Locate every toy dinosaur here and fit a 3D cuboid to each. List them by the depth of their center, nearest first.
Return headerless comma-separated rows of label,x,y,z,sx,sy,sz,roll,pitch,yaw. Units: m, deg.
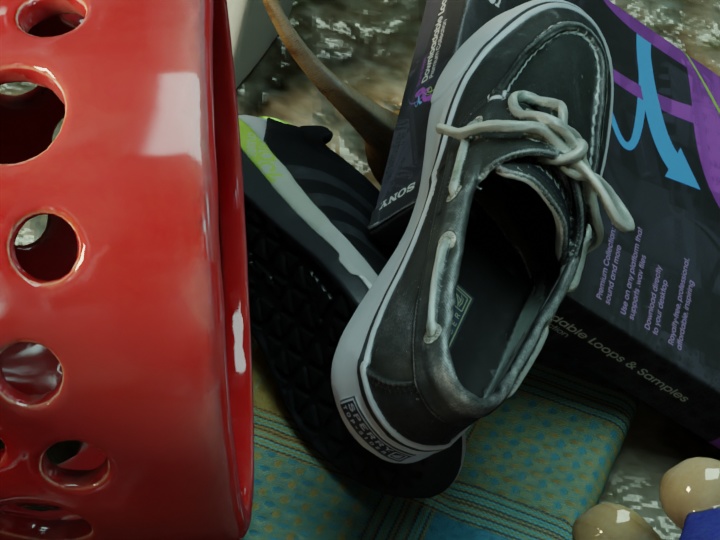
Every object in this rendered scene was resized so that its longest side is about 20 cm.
toy dinosaur,0.020,-0.045,1.161,0.106,0.060,0.200,36,2,27

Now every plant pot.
plant pot,-0.129,-0.003,0.995,0.182,0.201,0.201,-5,41,1

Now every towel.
towel,0.016,0.070,1.100,0.146,0.022,0.200,22,39,7

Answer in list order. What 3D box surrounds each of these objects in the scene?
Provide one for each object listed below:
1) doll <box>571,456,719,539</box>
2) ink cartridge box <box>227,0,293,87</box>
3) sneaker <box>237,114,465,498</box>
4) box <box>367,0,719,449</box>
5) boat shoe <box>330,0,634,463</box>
doll,0.073,0.145,0.952,0.048,0.136,0.200,49,35,-14
ink cartridge box,-0.086,-0.191,1.231,0.146,0.200,0.083,24,37,9
sneaker,0.000,0.000,1.107,0.083,0.072,0.200,-9,45,-32
box,0.101,-0.027,1.141,0.200,0.036,0.143,30,51,-22
boat shoe,0.053,-0.025,1.031,0.074,0.068,0.200,43,52,-15
